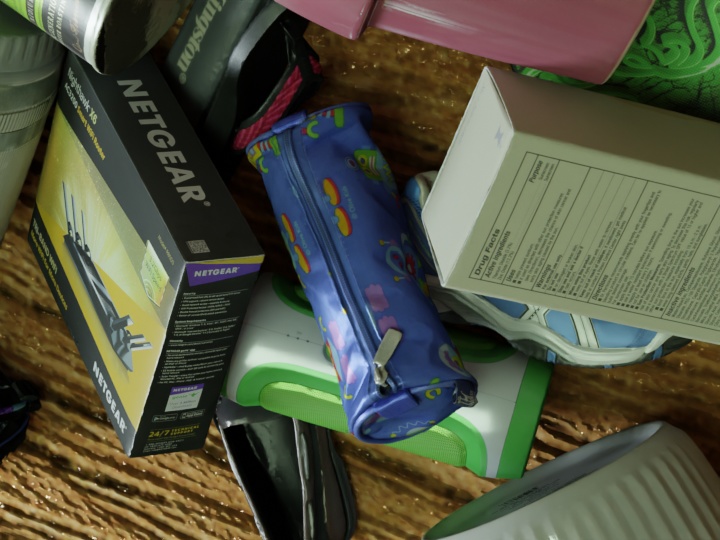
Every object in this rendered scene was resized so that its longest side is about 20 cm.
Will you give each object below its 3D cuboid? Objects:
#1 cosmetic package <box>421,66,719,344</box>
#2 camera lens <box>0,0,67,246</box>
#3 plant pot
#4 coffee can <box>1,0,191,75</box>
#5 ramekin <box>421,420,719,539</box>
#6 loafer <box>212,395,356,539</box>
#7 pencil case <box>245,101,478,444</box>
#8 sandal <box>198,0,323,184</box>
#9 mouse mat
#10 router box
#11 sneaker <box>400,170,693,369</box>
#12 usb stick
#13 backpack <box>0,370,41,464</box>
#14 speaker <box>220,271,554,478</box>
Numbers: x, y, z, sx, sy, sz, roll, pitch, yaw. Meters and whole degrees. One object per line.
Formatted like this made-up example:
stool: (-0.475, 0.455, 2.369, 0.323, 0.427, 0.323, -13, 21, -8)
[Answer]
cosmetic package: (0.145, -0.030, 1.133, 0.199, 0.073, 0.104, 13, 122, -18)
camera lens: (-0.276, -0.101, 1.303, 0.160, 0.160, 0.200, 31, 121, 10)
plant pot: (0.074, -0.191, 1.091, 0.179, 0.200, 0.200, 26, 121, -2)
coffee can: (-0.187, -0.228, 1.215, 0.200, 0.146, 0.147, 35, 122, 7)
ramekin: (0.127, 0.167, 1.215, 0.200, 0.200, 0.105, -27, 89, 31)
loafer: (-0.058, 0.100, 1.345, 0.072, 0.063, 0.201, -14, 105, 28)
pencil case: (0.000, 0.000, 1.199, 0.078, 0.087, 0.201, -24, 73, 11)
sandal: (-0.057, -0.097, 1.256, 0.045, 0.075, 0.200, 38, 130, 12)
mouse mat: (0.171, -0.140, 1.170, 0.199, 0.008, 0.161, -10, 107, 29)
router box: (-0.134, -0.014, 1.262, 0.200, 0.052, 0.158, 58, 142, 39)
sneaker: (0.102, 0.000, 1.219, 0.199, 0.076, 0.077, 15, 117, 20)
usb stick: (-0.079, -0.149, 1.262, 0.055, 0.033, 0.200, 47, 126, 24)
backpack: (-0.338, 0.096, 1.394, 0.134, 0.200, 0.183, -39, 93, 32)
speaker: (0.011, 0.062, 1.270, 0.199, 0.088, 0.089, 16, 118, 7)
